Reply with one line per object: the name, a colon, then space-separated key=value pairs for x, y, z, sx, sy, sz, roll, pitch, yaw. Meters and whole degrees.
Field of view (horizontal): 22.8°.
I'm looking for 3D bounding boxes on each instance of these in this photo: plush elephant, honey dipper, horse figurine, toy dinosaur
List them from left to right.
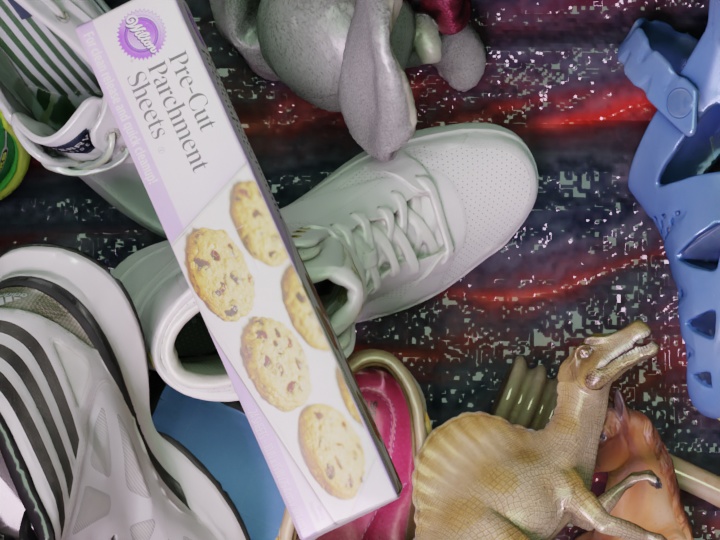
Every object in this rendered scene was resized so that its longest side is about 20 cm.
plush elephant: x=0.018 y=-0.130 z=0.750 sx=0.198 sy=0.156 sz=0.165 roll=-3 pitch=35 yaw=-31
toy dinosaur: x=0.053 y=0.107 z=0.682 sx=0.200 sy=0.058 sz=0.101 roll=-41 pitch=86 yaw=-23
horse figurine: x=0.126 y=0.163 z=0.736 sx=0.200 sy=0.050 sz=0.133 roll=44 pitch=81 yaw=-3
honey dipper: x=0.150 y=0.092 z=0.764 sx=0.198 sy=0.038 sz=0.038 roll=23 pitch=82 yaw=1

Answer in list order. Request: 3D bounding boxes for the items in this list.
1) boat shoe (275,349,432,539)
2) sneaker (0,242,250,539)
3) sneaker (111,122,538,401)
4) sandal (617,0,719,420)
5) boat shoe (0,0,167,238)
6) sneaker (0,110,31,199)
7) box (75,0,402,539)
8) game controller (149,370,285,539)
boat shoe: x=-0.006 y=0.127 z=0.700 sx=0.073 sy=0.069 sz=0.202 roll=3 pitch=74 yaw=-2
sneaker: x=-0.106 y=0.102 z=0.654 sx=0.075 sy=0.116 sz=0.202 roll=-5 pitch=125 yaw=23
sneaker: x=0.000 y=0.000 z=0.724 sx=0.198 sy=0.115 sz=0.074 roll=-24 pitch=106 yaw=-13
sandal: x=0.154 y=-0.036 z=0.771 sx=0.086 sy=0.079 sz=0.202 roll=0 pitch=88 yaw=38
boat shoe: x=-0.118 y=-0.069 z=0.725 sx=0.073 sy=0.067 sz=0.200 roll=-23 pitch=125 yaw=27
sneaker: x=-0.242 y=-0.041 z=0.763 sx=0.198 sy=0.084 sz=0.075 roll=-20 pitch=82 yaw=-2
box: x=-0.043 y=-0.003 z=0.643 sx=0.041 sy=0.039 sz=0.202 roll=-24 pitch=86 yaw=3
game controller: x=-0.045 y=0.098 z=0.761 sx=0.198 sy=0.042 sz=0.105 roll=23 pitch=82 yaw=4
